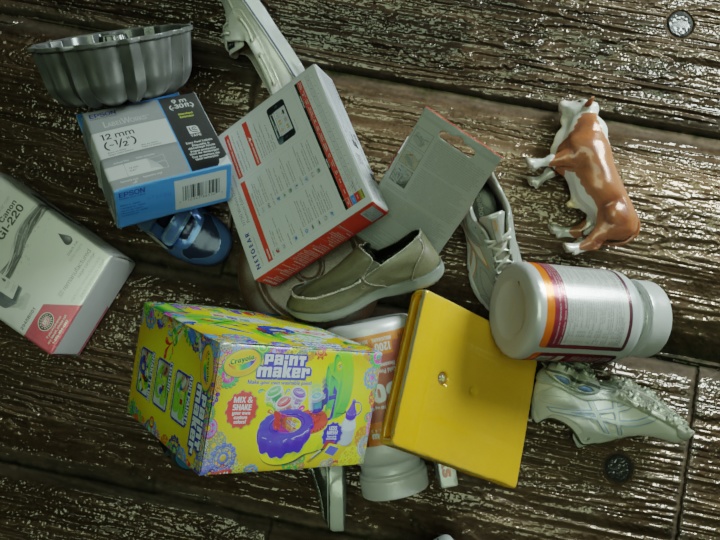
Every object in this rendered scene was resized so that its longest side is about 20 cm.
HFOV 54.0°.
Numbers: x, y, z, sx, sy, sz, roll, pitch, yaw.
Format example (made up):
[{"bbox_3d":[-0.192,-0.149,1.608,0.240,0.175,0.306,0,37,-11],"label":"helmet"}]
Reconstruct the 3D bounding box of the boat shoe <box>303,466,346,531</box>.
[{"bbox_3d":[-0.054,0.218,0.877,0.062,0.071,0.207,-8,77,0],"label":"boat shoe"}]

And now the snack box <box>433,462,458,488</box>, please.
[{"bbox_3d":[0.091,0.156,0.872,0.024,0.072,0.207,-8,85,1],"label":"snack box"}]

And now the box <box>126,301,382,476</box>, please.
[{"bbox_3d":[-0.115,0.119,0.754,0.196,0.190,0.126,9,93,-39],"label":"box"}]

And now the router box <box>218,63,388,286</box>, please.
[{"bbox_3d":[-0.081,-0.116,0.863,0.177,0.049,0.204,-30,68,19],"label":"router box"}]

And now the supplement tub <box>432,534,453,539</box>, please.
[{"bbox_3d":[0.050,0.413,0.825,0.196,0.123,0.125,-29,84,-2],"label":"supplement tub"}]

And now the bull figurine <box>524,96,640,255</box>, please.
[{"bbox_3d":[0.280,-0.120,0.898,0.119,0.065,0.205,-24,82,3],"label":"bull figurine"}]

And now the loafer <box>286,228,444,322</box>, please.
[{"bbox_3d":[0.000,0.000,0.842,0.194,0.076,0.071,-19,113,0],"label":"loafer"}]

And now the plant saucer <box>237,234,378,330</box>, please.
[{"bbox_3d":[-0.065,-0.004,0.911,0.193,0.037,0.207,0,84,1],"label":"plant saucer"}]

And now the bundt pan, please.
[{"bbox_3d":[-0.298,-0.251,0.871,0.195,0.203,0.078,-6,113,1],"label":"bundt pan"}]

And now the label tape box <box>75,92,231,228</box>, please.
[{"bbox_3d":[-0.256,-0.159,0.859,0.140,0.067,0.203,-17,59,-24],"label":"label tape box"}]

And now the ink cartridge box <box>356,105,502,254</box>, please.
[{"bbox_3d":[0.079,-0.096,0.843,0.107,0.051,0.202,32,130,0],"label":"ink cartridge box"}]

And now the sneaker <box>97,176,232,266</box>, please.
[{"bbox_3d":[-0.253,-0.073,0.900,0.197,0.082,0.075,32,85,3],"label":"sneaker"}]

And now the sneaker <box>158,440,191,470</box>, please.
[{"bbox_3d":[-0.185,0.140,0.878,0.073,0.081,0.202,47,68,-35],"label":"sneaker"}]

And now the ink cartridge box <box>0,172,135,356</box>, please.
[{"bbox_3d":[-0.414,-0.008,0.897,0.197,0.085,0.148,33,86,6],"label":"ink cartridge box"}]

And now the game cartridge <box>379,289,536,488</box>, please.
[{"bbox_3d":[0.123,0.143,0.835,0.197,0.032,0.181,26,69,-29],"label":"game cartridge"}]

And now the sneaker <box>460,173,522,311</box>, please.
[{"bbox_3d":[0.164,-0.033,0.878,0.074,0.092,0.205,-20,85,-2],"label":"sneaker"}]

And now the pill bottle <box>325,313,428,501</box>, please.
[{"bbox_3d":[0.024,0.162,0.851,0.109,0.112,0.207,-11,89,1],"label":"pill bottle"}]

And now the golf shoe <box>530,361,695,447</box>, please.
[{"bbox_3d":[0.305,0.180,0.876,0.195,0.078,0.100,23,104,8],"label":"golf shoe"}]

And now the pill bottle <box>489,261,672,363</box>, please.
[{"bbox_3d":[0.260,0.052,0.836,0.194,0.109,0.113,5,84,-20],"label":"pill bottle"}]

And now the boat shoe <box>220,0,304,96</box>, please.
[{"bbox_3d":[-0.150,-0.311,0.928,0.069,0.071,0.202,-35,91,-5],"label":"boat shoe"}]
